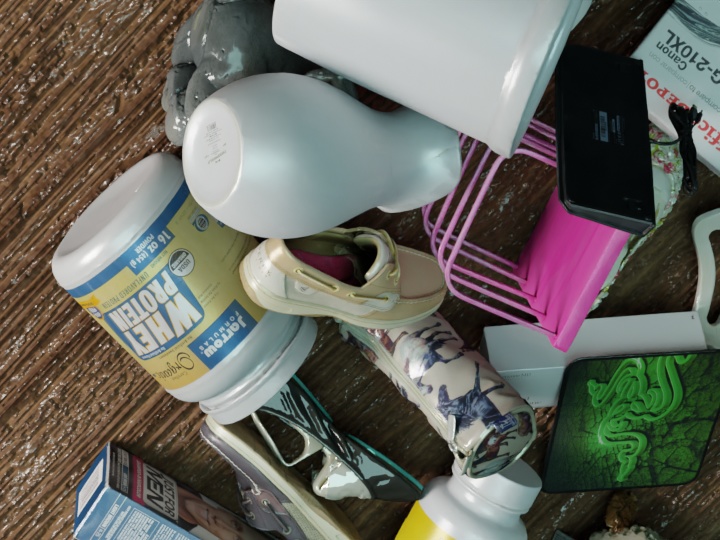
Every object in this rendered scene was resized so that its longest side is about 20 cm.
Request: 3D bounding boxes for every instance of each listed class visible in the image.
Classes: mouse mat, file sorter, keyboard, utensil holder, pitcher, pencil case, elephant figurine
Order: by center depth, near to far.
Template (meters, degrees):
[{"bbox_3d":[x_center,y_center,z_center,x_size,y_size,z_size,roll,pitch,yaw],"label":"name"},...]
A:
[{"bbox_3d":[0.055,-0.200,1.161,0.198,0.170,0.172,24,105,6],"label":"utensil holder"},{"bbox_3d":[-0.047,-0.078,1.215,0.198,0.171,0.123,-2,72,-40],"label":"pitcher"},{"bbox_3d":[0.211,-0.101,1.234,0.125,0.202,0.021,13,136,-6],"label":"keyboard"},{"bbox_3d":[-0.055,-0.149,1.304,0.198,0.155,0.143,14,73,-22],"label":"elephant figurine"},{"bbox_3d":[0.132,-0.049,1.311,0.124,0.200,0.140,24,104,-11],"label":"file sorter"},{"bbox_3d":[0.062,0.088,1.358,0.089,0.200,0.078,-9,136,-48],"label":"pencil case"},{"bbox_3d":[0.252,0.142,1.442,0.159,0.008,0.201,-3,135,-7],"label":"mouse mat"}]

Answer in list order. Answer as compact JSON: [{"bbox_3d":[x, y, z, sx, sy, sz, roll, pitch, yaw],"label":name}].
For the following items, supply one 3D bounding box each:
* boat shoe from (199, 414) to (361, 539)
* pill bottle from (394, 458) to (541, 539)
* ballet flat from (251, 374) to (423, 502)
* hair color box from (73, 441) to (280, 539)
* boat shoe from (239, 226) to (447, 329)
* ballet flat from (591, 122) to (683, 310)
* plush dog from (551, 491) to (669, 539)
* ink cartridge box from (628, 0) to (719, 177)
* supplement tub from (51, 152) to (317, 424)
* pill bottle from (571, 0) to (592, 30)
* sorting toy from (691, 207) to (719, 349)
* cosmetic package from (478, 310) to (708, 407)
[{"bbox_3d":[-0.081,0.209,1.437,0.065,0.072,0.200,-44,114,3],"label":"boat shoe"},{"bbox_3d":[0.087,0.262,1.454,0.110,0.111,0.202,25,103,-14],"label":"pill bottle"},{"bbox_3d":[-0.035,0.160,1.421,0.200,0.068,0.069,41,78,-6],"label":"ballet flat"},{"bbox_3d":[-0.159,0.243,1.421,0.199,0.100,0.061,33,100,-17],"label":"hair color box"},{"bbox_3d":[0.000,0.000,1.295,0.198,0.074,0.069,2,146,-36],"label":"boat shoe"},{"bbox_3d":[0.233,-0.037,1.398,0.075,0.064,0.201,28,102,-14],"label":"ballet flat"},{"bbox_3d":[0.279,0.322,1.504,0.198,0.162,0.172,-21,128,30],"label":"plush dog"},{"bbox_3d":[0.328,-0.189,1.324,0.144,0.084,0.201,40,101,8],"label":"ink cartridge box"},{"bbox_3d":[-0.145,0.017,1.323,0.144,0.145,0.200,-41,108,7],"label":"supplement tub"},{"bbox_3d":[0.094,-0.273,1.275,0.112,0.112,0.200,-38,110,6],"label":"pill bottle"},{"bbox_3d":[0.387,0.004,1.419,0.177,0.107,0.203,-2,109,1],"label":"sorting toy"},{"bbox_3d":[0.206,0.084,1.421,0.197,0.051,0.083,-4,147,-6],"label":"cosmetic package"}]
